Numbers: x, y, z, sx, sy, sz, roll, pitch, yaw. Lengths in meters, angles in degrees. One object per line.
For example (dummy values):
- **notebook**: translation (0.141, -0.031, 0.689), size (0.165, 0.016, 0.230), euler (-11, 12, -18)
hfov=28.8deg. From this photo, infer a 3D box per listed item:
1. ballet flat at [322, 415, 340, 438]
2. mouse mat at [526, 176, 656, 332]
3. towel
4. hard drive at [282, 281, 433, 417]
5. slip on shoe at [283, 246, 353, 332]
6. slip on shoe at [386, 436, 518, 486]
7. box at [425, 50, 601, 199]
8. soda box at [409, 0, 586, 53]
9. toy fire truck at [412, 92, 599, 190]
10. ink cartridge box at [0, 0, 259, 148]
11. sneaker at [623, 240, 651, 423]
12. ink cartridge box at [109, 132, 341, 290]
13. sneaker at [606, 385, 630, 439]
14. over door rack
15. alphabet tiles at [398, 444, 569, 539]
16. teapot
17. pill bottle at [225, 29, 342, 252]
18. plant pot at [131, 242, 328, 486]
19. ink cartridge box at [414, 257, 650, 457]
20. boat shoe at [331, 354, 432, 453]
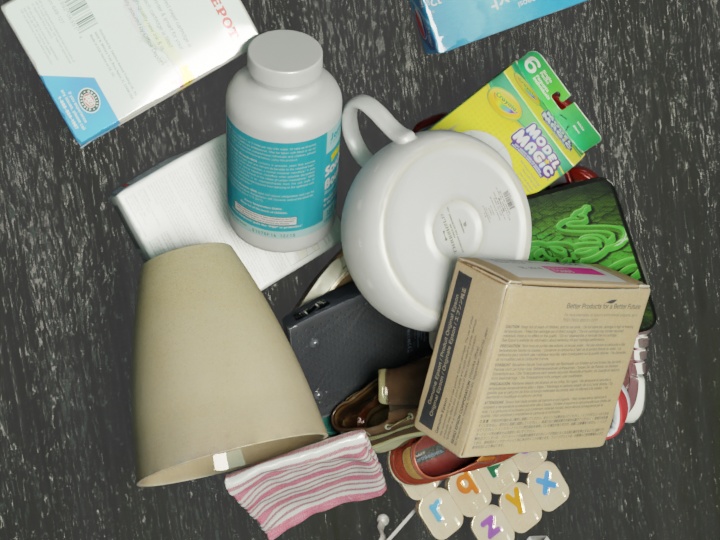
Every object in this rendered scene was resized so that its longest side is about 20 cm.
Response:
- **ballet flat**: translation (-0.111, 0.139, 1.452), size (0.198, 0.068, 0.064), euler (30, 128, -4)
- **mouse mat**: translation (0.178, 0.003, 1.378), size (0.198, 0.008, 0.163), euler (-14, 106, 27)
- **towel**: translation (-0.049, 0.217, 1.413), size (0.145, 0.200, 0.030), euler (-20, 67, -1)
- **hard drive**: translation (0.010, 0.067, 1.433), size (0.198, 0.042, 0.136), euler (-21, 128, -24)
- **slip on shoe**: translation (0.000, 0.000, 1.449), size (0.060, 0.076, 0.201), euler (40, 82, -4)
- **slip on shoe**: translation (0.123, 0.171, 1.451), size (0.198, 0.061, 0.075), euler (-18, 89, -20)
- **box**: translation (0.128, -0.114, 1.378), size (0.199, 0.048, 0.118), euler (-37, 93, 30)
- **soda box**: translation (0.154, -0.286, 1.442), size (0.198, 0.064, 0.069), euler (-21, 101, -7)
- **toy fire truck**: translation (0.160, -0.086, 1.460), size (0.166, 0.112, 0.202), euler (-19, 101, 17)
- **ink cartridge box**: translation (-0.216, -0.233, 1.340), size (0.198, 0.145, 0.148), euler (-30, 101, -5)
- **sneaker**: translation (0.247, 0.068, 1.503), size (0.114, 0.076, 0.203), euler (-3, 99, -7)
- **ink cartridge box**: translation (-0.135, -0.055, 1.440), size (0.199, 0.050, 0.164), euler (-32, 102, -19)
- **sneaker**: translation (0.200, 0.090, 1.430), size (0.200, 0.112, 0.071), euler (46, 104, 3)
- **over door rack**: translation (0.092, 0.306, 1.516), size (0.200, 0.066, 0.148), euler (-41, 103, -17)
- **alphabet tiles**: translation (0.132, 0.190, 1.492), size (0.199, 0.015, 0.197), euler (-34, 96, -18)
- **teapot**: translation (0.054, -0.040, 1.327), size (0.195, 0.146, 0.203), euler (20, 82, -26)
- **pill bottle**: translation (-0.073, -0.124, 1.328), size (0.109, 0.112, 0.202), euler (-4, 134, -9)
- **plant pot**: translation (-0.143, 0.083, 1.334), size (0.185, 0.187, 0.203), euler (-13, 79, -8)
- **ink cartridge box**: translation (0.158, 0.078, 1.281), size (0.198, 0.075, 0.167), euler (3, 107, -40)
- **boat shoe**: translation (0.048, 0.124, 1.371), size (0.074, 0.076, 0.202), euler (23, 137, -33)
